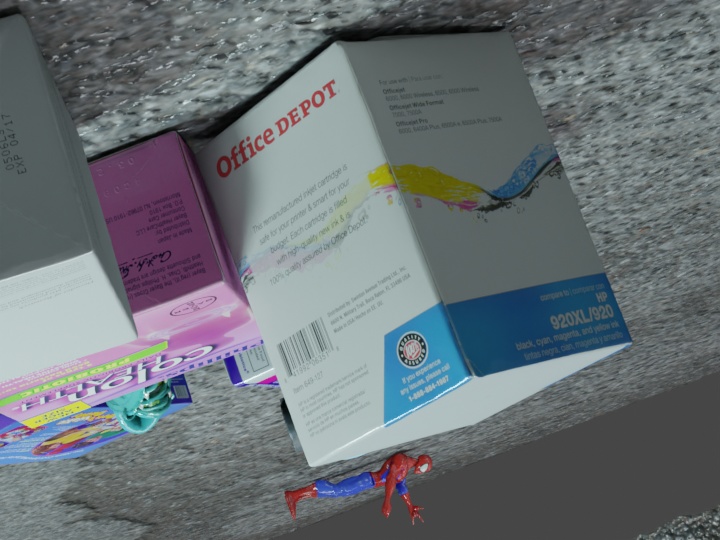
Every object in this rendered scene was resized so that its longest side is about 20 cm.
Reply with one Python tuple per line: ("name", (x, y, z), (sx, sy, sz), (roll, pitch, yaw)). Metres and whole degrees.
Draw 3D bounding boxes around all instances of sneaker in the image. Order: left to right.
("sneaker", (-0.158, 0.068, 1.582), (0.077, 0.080, 0.200), (-16, 167, -13))

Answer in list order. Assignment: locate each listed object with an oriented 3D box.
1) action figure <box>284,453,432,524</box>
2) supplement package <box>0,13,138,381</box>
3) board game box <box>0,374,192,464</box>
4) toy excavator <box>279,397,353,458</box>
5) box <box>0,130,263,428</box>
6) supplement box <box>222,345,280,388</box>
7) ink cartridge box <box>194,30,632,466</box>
("action figure", (0.009, 0.304, 2.820), (0.199, 0.100, 0.065), (-21, 169, -5))
("supplement package", (-0.189, -0.022, 1.047), (0.119, 0.122, 0.200), (-18, 167, -4))
("board game box", (-0.248, 0.113, 1.716), (0.134, 0.045, 0.200), (-26, 166, 28))
("toy excavator", (-0.026, 0.073, 1.716), (0.099, 0.196, 0.200), (-18, -164, -2))
("box", (-0.159, 0.012, 1.298), (0.175, 0.097, 0.200), (-20, 168, 2))
("supplement box", (0.000, 0.000, 1.480), (0.199, 0.104, 0.101), (-26, 165, 22))
("ink cartridge box", (0.029, -0.016, 1.221), (0.144, 0.201, 0.147), (-10, 165, -44))
